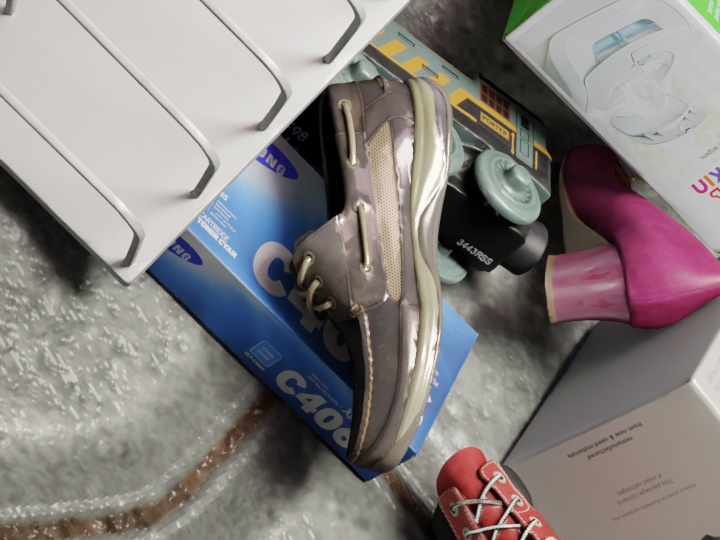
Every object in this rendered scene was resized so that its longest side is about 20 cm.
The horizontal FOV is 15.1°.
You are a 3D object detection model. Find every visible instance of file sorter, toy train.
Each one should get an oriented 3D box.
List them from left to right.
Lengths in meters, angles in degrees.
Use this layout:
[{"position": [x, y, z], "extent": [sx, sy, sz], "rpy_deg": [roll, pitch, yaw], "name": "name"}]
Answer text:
[{"position": [-0.083, -0.119, 1.246], "extent": [0.139, 0.125, 0.200], "rpy_deg": [44, 78, -1], "name": "file sorter"}, {"position": [0.020, -0.076, 1.443], "extent": [0.200, 0.085, 0.114], "rpy_deg": [33, 35, -23], "name": "toy train"}]

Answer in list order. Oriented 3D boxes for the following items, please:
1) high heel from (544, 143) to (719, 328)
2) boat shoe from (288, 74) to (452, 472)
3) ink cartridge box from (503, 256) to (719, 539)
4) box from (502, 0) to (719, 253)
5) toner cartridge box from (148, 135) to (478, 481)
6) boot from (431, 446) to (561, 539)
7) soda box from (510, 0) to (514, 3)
[{"position": [0.156, -0.020, 1.493], "extent": [0.200, 0.096, 0.068], "rpy_deg": [-75, 157, -60], "name": "high heel"}, {"position": [0.000, 0.000, 1.326], "extent": [0.073, 0.075, 0.201], "rpy_deg": [7, 69, -8], "name": "boat shoe"}, {"position": [0.210, 0.115, 1.457], "extent": [0.200, 0.144, 0.147], "rpy_deg": [50, 42, -12], "name": "ink cartridge box"}, {"position": [0.181, -0.139, 1.503], "extent": [0.176, 0.097, 0.200], "rpy_deg": [43, 32, -16], "name": "box"}, {"position": [-0.035, 0.003, 1.365], "extent": [0.200, 0.043, 0.095], "rpy_deg": [44, 43, -16], "name": "toner cartridge box"}, {"position": [0.085, 0.150, 1.307], "extent": [0.072, 0.200, 0.145], "rpy_deg": [-30, 88, -9], "name": "boot"}, {"position": [0.081, -0.233, 1.600], "extent": [0.200, 0.063, 0.070], "rpy_deg": [49, 43, -12], "name": "soda box"}]
